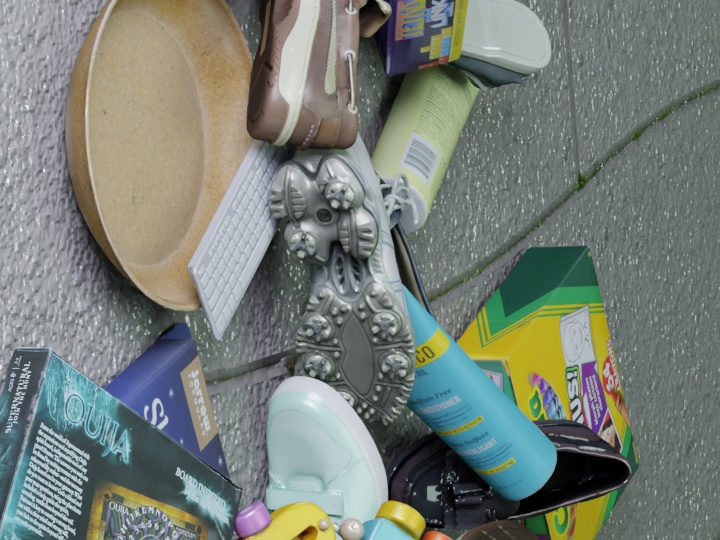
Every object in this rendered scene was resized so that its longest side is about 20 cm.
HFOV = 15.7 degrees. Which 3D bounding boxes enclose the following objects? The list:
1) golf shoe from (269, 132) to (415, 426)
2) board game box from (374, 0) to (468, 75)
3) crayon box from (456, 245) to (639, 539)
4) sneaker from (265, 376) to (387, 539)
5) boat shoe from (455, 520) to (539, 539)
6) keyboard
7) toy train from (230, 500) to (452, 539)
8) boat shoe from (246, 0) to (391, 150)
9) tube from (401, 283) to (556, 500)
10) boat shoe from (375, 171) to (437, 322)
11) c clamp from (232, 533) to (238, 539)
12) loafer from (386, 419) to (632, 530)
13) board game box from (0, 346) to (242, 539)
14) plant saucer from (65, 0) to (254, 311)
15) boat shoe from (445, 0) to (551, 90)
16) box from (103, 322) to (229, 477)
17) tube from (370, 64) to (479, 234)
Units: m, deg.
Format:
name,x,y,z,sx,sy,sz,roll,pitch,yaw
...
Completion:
name,x,y,z,sx,sy,sz,roll,pitch,yaw
golf shoe,0.000,0.000,1.625,0.097,0.078,0.201,-68,155,-56
board game box,0.022,-0.240,1.620,0.200,0.056,0.166,93,-16,-68
crayon box,0.141,0.109,1.966,0.173,0.058,0.201,-50,132,-52
sneaker,-0.038,0.173,1.608,0.118,0.073,0.201,-28,112,-57
boat shoe,0.062,0.230,1.747,0.072,0.076,0.200,48,31,9
keyboard,-0.059,-0.046,1.570,0.200,0.011,0.056,-65,144,-42
toy train,-0.026,0.210,1.529,0.199,0.056,0.151,-2,80,-35
boat shoe,-0.019,-0.162,1.578,0.075,0.074,0.203,136,-36,-64
tube,0.055,0.076,1.724,0.200,0.077,0.051,45,36,-31
boat shoe,0.003,-0.030,1.706,0.075,0.062,0.201,-50,132,-52
c clamp,-0.074,0.252,1.526,0.170,0.027,0.201,2,77,-31
loafer,0.106,0.142,1.824,0.199,0.063,0.072,-8,107,-39
board game box,-0.138,0.143,1.401,0.200,0.028,0.136,43,53,-50
plant saucer,-0.118,-0.076,1.507,0.200,0.035,0.201,10,79,-62
boat shoe,0.040,-0.168,1.772,0.199,0.062,0.073,17,57,-37
box,-0.123,0.121,1.492,0.200,0.032,0.122,-45,127,-55
tube,0.046,-0.105,1.817,0.058,0.052,0.200,108,3,-45
